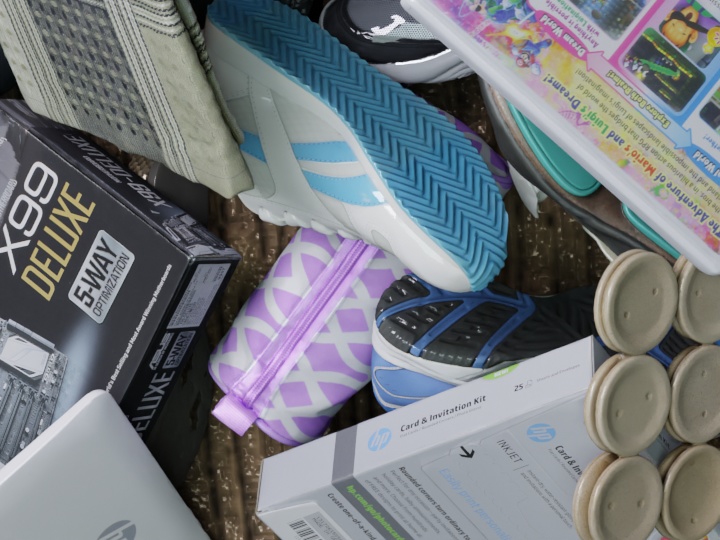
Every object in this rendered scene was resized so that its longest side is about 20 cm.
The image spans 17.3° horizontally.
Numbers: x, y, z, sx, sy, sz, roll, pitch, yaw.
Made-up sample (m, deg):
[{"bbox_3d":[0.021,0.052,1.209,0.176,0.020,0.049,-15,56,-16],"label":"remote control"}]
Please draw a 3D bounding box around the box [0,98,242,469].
[{"bbox_3d":[-0.171,0.033,1.262,0.158,0.050,0.200,37,110,25],"label":"box"}]

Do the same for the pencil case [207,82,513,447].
[{"bbox_3d":[0.000,0.000,1.256,0.084,0.086,0.200,35,103,2],"label":"pencil case"}]

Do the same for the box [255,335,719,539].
[{"bbox_3d":[0.071,0.124,1.230,0.200,0.041,0.156,-22,131,26],"label":"box"}]

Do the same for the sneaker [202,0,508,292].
[{"bbox_3d":[-0.009,-0.052,1.183,0.200,0.076,0.081,42,127,21],"label":"sneaker"}]

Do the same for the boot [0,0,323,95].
[{"bbox_3d":[-0.110,-0.144,1.247,0.168,0.076,0.200,31,96,5],"label":"boot"}]

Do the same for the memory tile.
[{"bbox_3d":[0.184,0.056,1.181,0.017,0.200,0.154,15,107,48],"label":"memory tile"}]

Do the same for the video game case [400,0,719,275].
[{"bbox_3d":[0.149,-0.130,1.113,0.200,0.024,0.182,40,84,-11],"label":"video game case"}]

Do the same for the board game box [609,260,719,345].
[{"bbox_3d":[0.199,-0.014,1.256,0.134,0.029,0.201,5,101,7],"label":"board game box"}]

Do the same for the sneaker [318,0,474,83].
[{"bbox_3d":[0.068,-0.166,1.195,0.200,0.114,0.076,-14,54,3],"label":"sneaker"}]

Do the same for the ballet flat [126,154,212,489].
[{"bbox_3d":[-0.116,0.028,1.294,0.046,0.067,0.201,10,103,39],"label":"ballet flat"}]

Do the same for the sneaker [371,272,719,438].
[{"bbox_3d":[0.100,0.054,1.239,0.199,0.076,0.077,13,137,-5],"label":"sneaker"}]

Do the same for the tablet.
[{"bbox_3d":[-0.148,0.153,1.246,0.130,0.200,0.014,-42,55,-12],"label":"tablet"}]

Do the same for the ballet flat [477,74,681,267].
[{"bbox_3d":[0.120,-0.042,1.208,0.200,0.068,0.068,45,58,-9],"label":"ballet flat"}]

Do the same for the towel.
[{"bbox_3d":[-0.131,-0.140,1.112,0.035,0.192,0.200,-37,128,-25],"label":"towel"}]
